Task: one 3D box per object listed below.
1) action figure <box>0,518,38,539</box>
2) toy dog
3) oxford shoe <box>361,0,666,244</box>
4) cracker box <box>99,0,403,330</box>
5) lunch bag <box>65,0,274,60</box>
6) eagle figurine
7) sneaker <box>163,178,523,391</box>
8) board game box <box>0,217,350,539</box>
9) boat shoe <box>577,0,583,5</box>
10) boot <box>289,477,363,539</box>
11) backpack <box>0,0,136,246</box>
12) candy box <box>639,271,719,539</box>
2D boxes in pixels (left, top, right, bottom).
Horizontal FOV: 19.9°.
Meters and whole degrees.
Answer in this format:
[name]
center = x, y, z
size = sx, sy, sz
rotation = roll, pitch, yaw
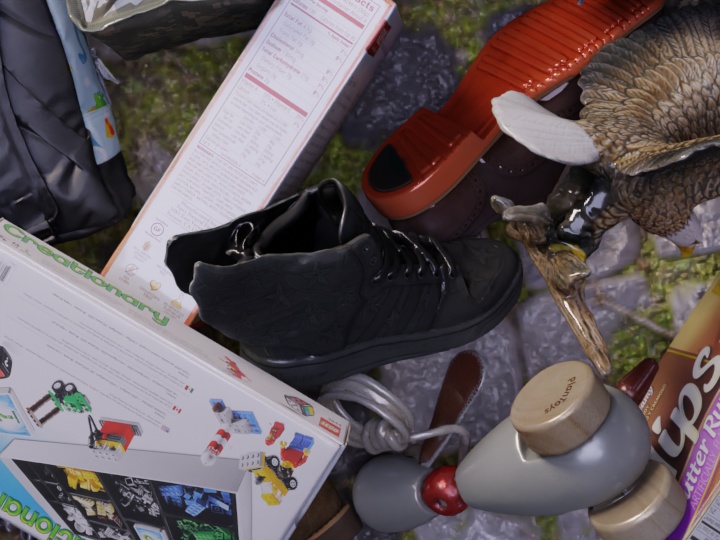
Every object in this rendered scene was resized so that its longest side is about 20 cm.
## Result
[action figure]
center = -0.161, 0.167, 1.114
size = 0.118, 0.102, 0.201
rotation = 7, 70, 19
[toy dog]
center = 0.086, 0.087, 1.086
size = 0.199, 0.096, 0.132
rotation = 7, 132, 32
[oxford shoe]
center = 0.093, -0.084, 1.123
size = 0.200, 0.071, 0.073
rotation = -39, 124, -4
[cracker box]
center = -0.054, -0.066, 1.085
size = 0.058, 0.134, 0.201
rotation = 34, 93, 2
[lunch bag]
center = -0.111, -0.221, 1.065
size = 0.117, 0.164, 0.201
rotation = -12, 92, 0
[eagle figurine]
center = 0.169, -0.057, 1.057
size = 0.199, 0.151, 0.152
rotation = -32, 83, 3
[sneaker]
center = -0.001, -0.002, 1.035
size = 0.199, 0.060, 0.105
rotation = -20, 133, -22
[board game box]
center = -0.121, 0.080, 1.000
size = 0.199, 0.035, 0.127
rotation = 31, 107, -5
[boat shoe]
center = 0.158, -0.174, 1.085
size = 0.199, 0.069, 0.085
rotation = 13, 102, -13
[boot]
center = -0.087, 0.158, 1.085
size = 0.073, 0.200, 0.076
rotation = -27, 96, 47
[backpack]
center = -0.217, -0.117, 1.095
size = 0.162, 0.154, 0.201
rotation = -15, 114, 9
[candy box]
center = 0.206, 0.069, 1.085
size = 0.056, 0.117, 0.200
rotation = 34, 94, -24
